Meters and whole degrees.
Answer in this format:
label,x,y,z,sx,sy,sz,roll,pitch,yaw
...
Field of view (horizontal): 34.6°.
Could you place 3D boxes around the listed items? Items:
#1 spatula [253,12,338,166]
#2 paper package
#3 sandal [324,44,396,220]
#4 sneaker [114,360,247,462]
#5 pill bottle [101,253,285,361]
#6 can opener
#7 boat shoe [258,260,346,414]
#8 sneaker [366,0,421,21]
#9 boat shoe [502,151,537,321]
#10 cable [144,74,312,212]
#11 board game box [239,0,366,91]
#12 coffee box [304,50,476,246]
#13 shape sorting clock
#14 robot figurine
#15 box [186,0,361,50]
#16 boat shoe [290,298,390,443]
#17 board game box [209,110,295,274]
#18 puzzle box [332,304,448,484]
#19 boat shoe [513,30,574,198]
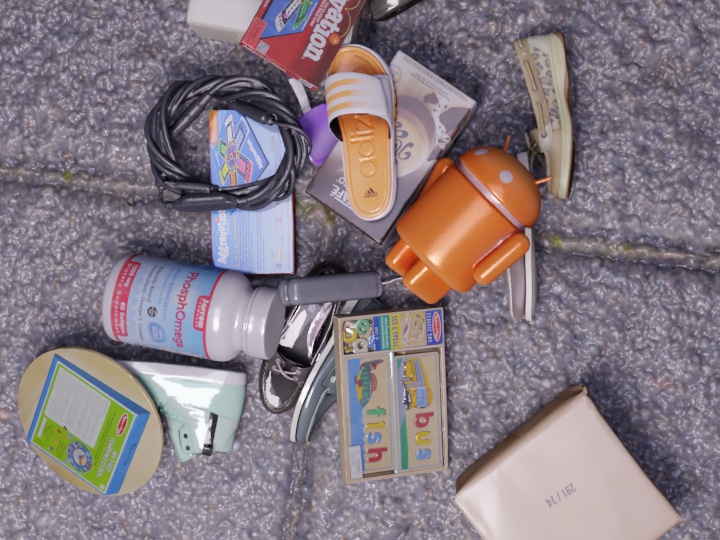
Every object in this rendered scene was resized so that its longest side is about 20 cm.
label,x,y,z,sx,sy,sz,roll,pitch,yaw
spatula,-0.076,-0.219,1.372,0.056,0.021,0.201,-35,122,-11
paper package,0.236,0.268,1.347,0.200,0.103,0.191,-38,87,2
sandal,0.003,-0.163,1.307,0.079,0.059,0.208,-11,81,13
sneaker,-0.242,0.170,1.397,0.199,0.074,0.119,6,88,4
pill bottle,-0.195,0.047,1.367,0.198,0.109,0.110,9,90,12
can opener,0.000,0.000,1.350,0.199,0.053,0.067,-5,90,-26
boat shoe,-0.074,0.080,1.394,0.067,0.057,0.201,25,91,4
sneaker,0.081,-0.392,1.377,0.198,0.076,0.115,-26,94,9
boat shoe,0.177,-0.039,1.371,0.059,0.072,0.202,-4,86,10
cable,-0.156,-0.153,1.379,0.198,0.051,0.165,-5,84,7
board game box,-0.046,-0.318,1.317,0.103,0.019,0.201,29,82,-15
coffee box,0.037,-0.142,1.375,0.113,0.080,0.201,34,92,6
shape sorting clock,-0.325,0.182,1.394,0.199,0.039,0.201,9,113,22
robot figurine,0.119,-0.057,1.296,0.117,0.144,0.200,43,99,-12
box,-0.102,-0.306,1.389,0.198,0.082,0.069,10,89,3
boat shoe,-0.023,0.122,1.384,0.061,0.073,0.201,25,86,7
board game box,-0.132,-0.095,1.412,0.102,0.019,0.202,-1,90,3
puzzle box,0.038,0.146,1.366,0.132,0.025,0.202,-6,98,-18
boat shoe,0.220,-0.182,1.372,0.062,0.073,0.202,-5,79,10
